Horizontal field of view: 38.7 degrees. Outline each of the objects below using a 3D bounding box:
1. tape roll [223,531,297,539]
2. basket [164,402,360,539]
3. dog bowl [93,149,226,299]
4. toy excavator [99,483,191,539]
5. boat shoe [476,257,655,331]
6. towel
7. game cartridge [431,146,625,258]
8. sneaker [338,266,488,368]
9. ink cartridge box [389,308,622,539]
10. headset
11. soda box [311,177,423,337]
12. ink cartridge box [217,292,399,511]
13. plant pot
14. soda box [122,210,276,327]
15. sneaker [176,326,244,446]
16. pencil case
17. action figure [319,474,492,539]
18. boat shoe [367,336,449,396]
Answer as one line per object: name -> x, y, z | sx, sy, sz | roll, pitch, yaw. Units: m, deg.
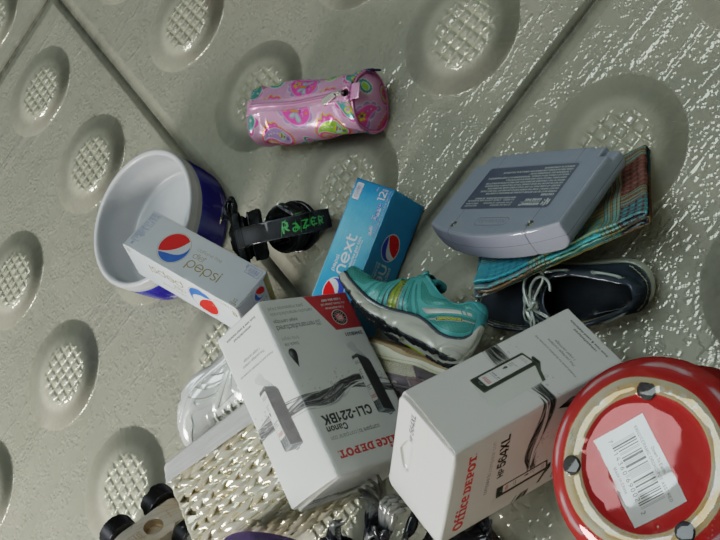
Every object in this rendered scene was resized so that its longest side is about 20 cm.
tape roll -> -0.065, 0.354, 1.066 | 0.198, 0.199, 0.086 | 22, 91, 40
basket -> -0.106, 0.236, 1.183 | 0.199, 0.135, 0.125 | -38, 58, 22
dog bowl -> -0.285, -0.064, 1.457 | 0.198, 0.078, 0.204 | -13, 67, 33
toy excavator -> -0.264, 0.403, 1.278 | 0.193, 0.203, 0.099 | -33, 40, -32
boat shoe -> 0.201, 0.031, 1.053 | 0.197, 0.062, 0.076 | -4, 99, 35
towel -> 0.207, -0.054, 1.062 | 0.198, 0.022, 0.148 | -26, 26, 29
game cartridge -> 0.168, -0.070, 1.073 | 0.199, 0.042, 0.134 | 4, 52, 55
sneaker -> 0.056, 0.038, 1.107 | 0.199, 0.078, 0.080 | 26, 76, 41
ink cartridge box -> 0.133, 0.146, 0.959 | 0.084, 0.198, 0.147 | 47, 149, 35
headset -> -0.119, -0.062, 1.301 | 0.199, 0.122, 0.096 | -11, 92, 58
soda box -> 0.000, 0.000, 1.222 | 0.064, 0.067, 0.203 | 21, 88, 40
ink cartridge box -> -0.042, 0.134, 1.090 | 0.084, 0.143, 0.202 | -39, 68, 35
plant pot -> 0.277, 0.174, 0.880 | 0.198, 0.182, 0.204 | -12, 67, 31
soda box -> -0.202, 0.003, 1.291 | 0.198, 0.069, 0.064 | 28, 64, 27
sneaker -> -0.157, 0.152, 1.290 | 0.099, 0.078, 0.202 | 37, 100, 36
pencil case -> -0.057, -0.210, 1.327 | 0.198, 0.087, 0.089 | 0, 74, 38
action figure -> 0.025, 0.263, 1.030 | 0.119, 0.197, 0.104 | -162, 68, -69
boat shoe -> 0.071, 0.123, 1.130 | 0.198, 0.071, 0.066 | 15, 95, 38
